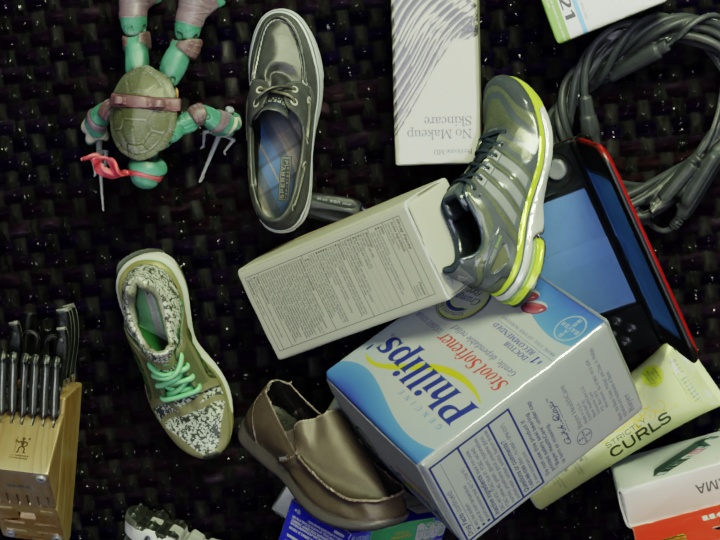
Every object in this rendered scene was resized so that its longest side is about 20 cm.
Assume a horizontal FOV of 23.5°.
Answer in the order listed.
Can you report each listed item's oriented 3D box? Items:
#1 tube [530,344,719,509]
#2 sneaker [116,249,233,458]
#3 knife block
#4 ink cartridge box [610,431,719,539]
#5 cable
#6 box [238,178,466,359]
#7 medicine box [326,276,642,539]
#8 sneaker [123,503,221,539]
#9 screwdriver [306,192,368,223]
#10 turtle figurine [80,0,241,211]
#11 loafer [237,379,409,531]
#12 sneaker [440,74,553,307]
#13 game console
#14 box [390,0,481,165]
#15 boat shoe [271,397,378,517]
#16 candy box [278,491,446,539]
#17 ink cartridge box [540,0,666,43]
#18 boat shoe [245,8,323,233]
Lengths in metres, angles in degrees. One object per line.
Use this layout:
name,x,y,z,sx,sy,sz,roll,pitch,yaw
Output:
tube,0.231,0.142,1.582,0.199,0.052,0.058,-34,126,4
sneaker,-0.177,0.084,1.571,0.076,0.089,0.202,-21,97,7
knife block,-0.297,0.136,1.618,0.063,0.177,0.201,7,144,4
ink cartridge box,0.325,0.184,1.516,0.198,0.174,0.044,-16,98,6
cable,0.259,-0.144,1.538,0.162,0.051,0.201,29,104,4
box,0.000,0.000,1.516,0.199,0.078,0.096,-19,98,36
medicine box,0.103,0.103,1.478,0.199,0.182,0.103,-35,123,-11
sneaker,-0.141,0.298,1.625,0.198,0.066,0.091,22,103,4
screwdriver,0.039,-0.045,1.572,0.198,0.029,0.028,9,114,3
turtle figurine,-0.181,-0.147,1.543,0.148,0.101,0.202,7,94,3
loafer,-0.035,0.158,1.499,0.199,0.073,0.072,30,120,37
sneaker,0.112,-0.074,1.456,0.080,0.074,0.202,12,69,-27
game console,0.193,-0.005,1.496,0.171,0.119,0.201,-21,99,31
box,0.067,-0.196,1.528,0.081,0.068,0.202,-2,98,5
boat shoe,-0.008,0.153,1.592,0.063,0.071,0.201,30,108,0
candy box,-0.018,0.305,1.560,0.077,0.168,0.202,25,103,32
ink cartridge box,0.238,-0.303,1.495,0.198,0.076,0.149,-21,97,8
boat shoe,-0.074,-0.135,1.539,0.069,0.066,0.202,4,90,7
